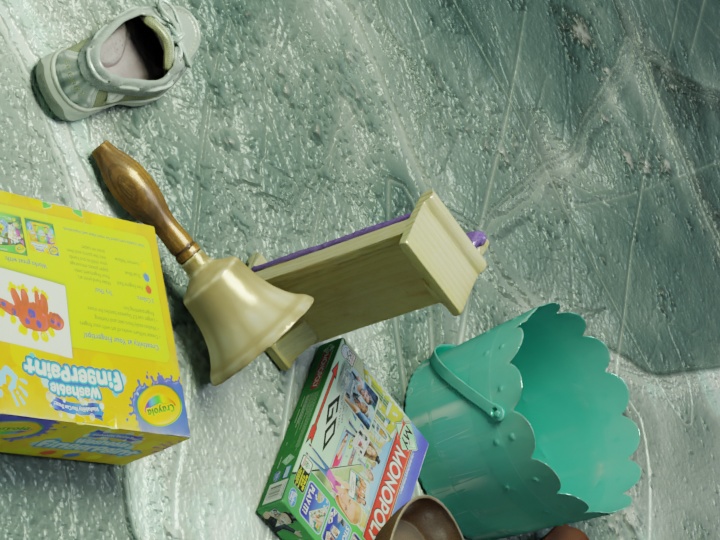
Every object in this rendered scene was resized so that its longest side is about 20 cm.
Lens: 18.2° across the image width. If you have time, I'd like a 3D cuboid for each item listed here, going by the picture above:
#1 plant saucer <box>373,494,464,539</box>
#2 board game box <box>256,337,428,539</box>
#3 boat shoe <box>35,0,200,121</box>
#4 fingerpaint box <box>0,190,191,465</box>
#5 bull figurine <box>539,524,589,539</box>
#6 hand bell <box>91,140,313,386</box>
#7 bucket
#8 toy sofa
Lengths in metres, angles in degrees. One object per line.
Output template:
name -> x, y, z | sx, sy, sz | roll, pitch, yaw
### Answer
plant saucer -> 0.047, 0.285, 1.839 | 0.200, 0.034, 0.201 | -9, 90, -67
board game box -> -0.011, 0.169, 1.859 | 0.135, 0.029, 0.200 | 51, 35, -25
boat shoe -> -0.177, -0.170, 1.776 | 0.202, 0.065, 0.075 | -29, 97, -59
fingerpaint box -> -0.221, 0.042, 1.571 | 0.200, 0.073, 0.167 | 12, 60, -53
bull figurine -> 0.165, 0.295, 2.021 | 0.200, 0.065, 0.122 | -26, 98, -57
hand bell -> -0.138, -0.019, 1.746 | 0.200, 0.104, 0.104 | 50, 34, -7
bucket -> 0.143, 0.140, 2.012 | 0.207, 0.135, 0.208 | 35, 44, -43
toy sofa -> 0.000, 0.000, 1.817 | 0.083, 0.200, 0.098 | 52, 41, -24
